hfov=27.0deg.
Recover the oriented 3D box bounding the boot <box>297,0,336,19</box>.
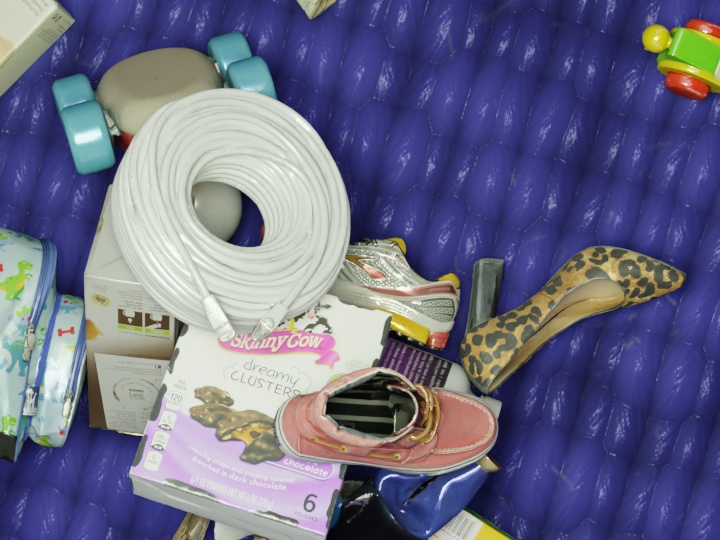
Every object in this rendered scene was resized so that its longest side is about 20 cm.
[{"bbox_3d":[-0.095,-0.294,1.398,0.199,0.072,0.155,-36,89,1],"label":"boot"}]

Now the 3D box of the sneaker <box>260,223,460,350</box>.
[{"bbox_3d":[0.000,0.000,1.385,0.199,0.078,0.083,25,86,-5],"label":"sneaker"}]

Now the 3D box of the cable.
[{"bbox_3d":[-0.103,-0.048,1.220,0.200,0.069,0.200,-37,87,-36],"label":"cable"}]

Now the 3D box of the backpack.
[{"bbox_3d":[-0.320,0.065,1.350,0.146,0.183,0.202,10,85,-19],"label":"backpack"}]

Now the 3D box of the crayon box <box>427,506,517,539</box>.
[{"bbox_3d":[0.117,0.297,1.344,0.199,0.058,0.119,33,87,-12],"label":"crayon box"}]

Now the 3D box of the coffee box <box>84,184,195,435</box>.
[{"bbox_3d":[-0.192,0.039,1.316,0.079,0.201,0.115,8,44,-1],"label":"coffee box"}]

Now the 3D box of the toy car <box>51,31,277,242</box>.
[{"bbox_3d":[-0.165,-0.090,1.374,0.183,0.177,0.201,-16,116,-10],"label":"toy car"}]

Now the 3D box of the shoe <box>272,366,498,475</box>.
[{"bbox_3d":[0.037,0.120,1.182,0.199,0.091,0.072,4,73,-26],"label":"shoe"}]

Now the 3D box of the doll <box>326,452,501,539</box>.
[{"bbox_3d":[0.029,0.216,1.281,0.200,0.048,0.137,-42,92,5],"label":"doll"}]

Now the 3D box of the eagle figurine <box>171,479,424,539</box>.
[{"bbox_3d":[-0.050,0.228,1.345,0.199,0.152,0.151,28,50,-3],"label":"eagle figurine"}]

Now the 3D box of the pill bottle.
[{"bbox_3d":[0.022,0.119,1.355,0.199,0.112,0.113,21,90,4],"label":"pill bottle"}]

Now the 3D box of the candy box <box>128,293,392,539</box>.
[{"bbox_3d":[-0.080,0.110,1.249,0.167,0.072,0.201,17,67,2],"label":"candy box"}]

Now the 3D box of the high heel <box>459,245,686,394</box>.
[{"bbox_3d":[0.190,0.051,1.337,0.198,0.072,0.143,-2,50,14],"label":"high heel"}]

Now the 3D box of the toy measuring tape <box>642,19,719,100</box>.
[{"bbox_3d":[0.339,-0.179,1.381,0.199,0.074,0.074,21,89,-19],"label":"toy measuring tape"}]

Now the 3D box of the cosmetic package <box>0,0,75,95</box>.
[{"bbox_3d":[-0.378,-0.206,1.411,0.105,0.071,0.200,44,91,3],"label":"cosmetic package"}]
